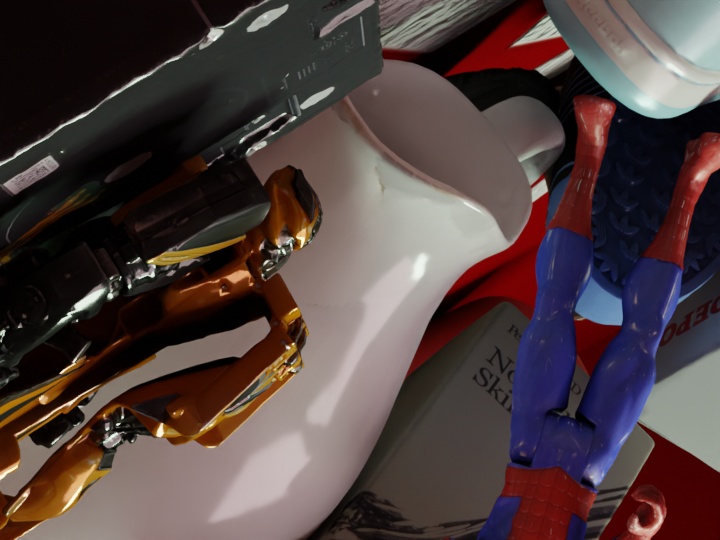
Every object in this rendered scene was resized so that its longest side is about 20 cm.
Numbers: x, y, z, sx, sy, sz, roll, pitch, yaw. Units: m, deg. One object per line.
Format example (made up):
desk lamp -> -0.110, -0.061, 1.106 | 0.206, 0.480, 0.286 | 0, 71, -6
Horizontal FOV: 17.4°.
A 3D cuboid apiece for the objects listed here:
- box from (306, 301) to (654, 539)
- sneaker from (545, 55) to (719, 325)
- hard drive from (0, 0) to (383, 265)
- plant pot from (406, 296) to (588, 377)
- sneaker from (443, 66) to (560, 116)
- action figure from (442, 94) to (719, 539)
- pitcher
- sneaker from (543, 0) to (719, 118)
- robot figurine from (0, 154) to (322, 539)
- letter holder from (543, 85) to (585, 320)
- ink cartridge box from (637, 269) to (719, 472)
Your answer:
box -> 0.017, 0.105, 0.788 | 0.068, 0.082, 0.200 | -42, -173, 46
sneaker -> 0.103, -0.045, 0.848 | 0.078, 0.070, 0.200 | -46, -168, 48
hard drive -> -0.088, -0.022, 0.541 | 0.200, 0.038, 0.140 | -33, 173, -2
plant pot -> 0.048, 0.133, 1.661 | 0.177, 0.201, 0.200 | -14, 164, -36
sneaker -> 0.000, 0.000, 0.865 | 0.200, 0.091, 0.076 | -37, 171, 23
action figure -> 0.064, 0.046, 0.709 | 0.099, 0.065, 0.201 | 91, 16, -86
pitcher -> -0.025, 0.017, 0.761 | 0.200, 0.121, 0.171 | -46, 163, 22
sneaker -> 0.149, -0.119, 0.755 | 0.131, 0.080, 0.200 | -42, 176, 30
robot figurine -> -0.091, 0.041, 0.566 | 0.200, 0.058, 0.145 | -31, 174, -2
letter holder -> 0.181, -0.047, 1.076 | 0.199, 0.101, 0.142 | -14, 175, 1
ink cartridge box -> 0.184, -0.033, 0.843 | 0.146, 0.083, 0.200 | -39, -155, 54
